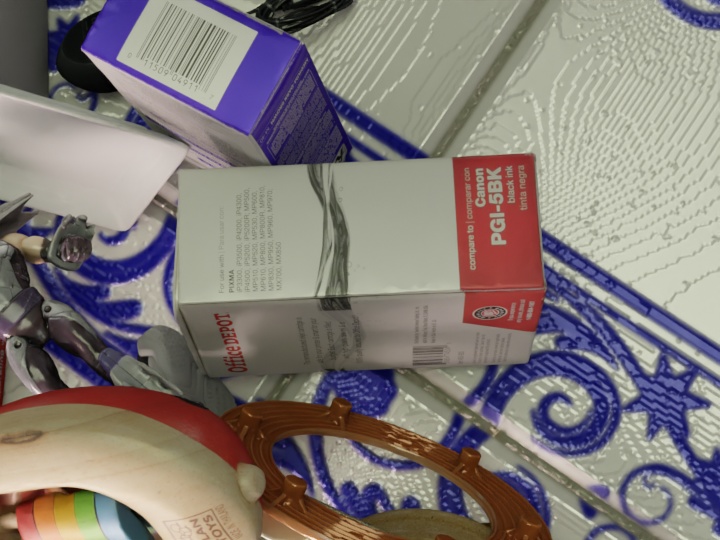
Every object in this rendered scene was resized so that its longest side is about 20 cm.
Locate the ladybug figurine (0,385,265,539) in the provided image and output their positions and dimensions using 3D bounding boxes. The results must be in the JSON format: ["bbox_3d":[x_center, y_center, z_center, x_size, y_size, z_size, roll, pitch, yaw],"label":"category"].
[{"bbox_3d":[-0.130,0.109,0.805,0.198,0.136,0.072,-7,39,26],"label":"ladybug figurine"}]

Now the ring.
[{"bbox_3d":[0.014,0.113,0.878,0.199,0.200,0.019,23,104,11],"label":"ring"}]

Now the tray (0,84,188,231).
[{"bbox_3d":[-0.211,-0.079,0.948,0.198,0.107,0.022,15,57,-25],"label":"tray"}]

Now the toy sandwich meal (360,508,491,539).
[{"bbox_3d":[0.045,0.227,0.921,0.203,0.070,0.208,-1,87,15],"label":"toy sandwich meal"}]

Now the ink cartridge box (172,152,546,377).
[{"bbox_3d":[0.000,0.000,0.914,0.198,0.147,0.084,-2,71,1],"label":"ink cartridge box"}]

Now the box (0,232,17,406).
[{"bbox_3d":[-0.275,0.060,0.973,0.094,0.100,0.202,1,80,7],"label":"box"}]

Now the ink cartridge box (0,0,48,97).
[{"bbox_3d":[-0.308,-0.151,1.002,0.198,0.129,0.127,-4,79,6],"label":"ink cartridge box"}]

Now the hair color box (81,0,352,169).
[{"bbox_3d":[-0.075,-0.097,0.925,0.109,0.200,0.065,28,82,12],"label":"hair color box"}]

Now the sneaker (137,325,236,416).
[{"bbox_3d":[-0.123,0.136,0.950,0.113,0.075,0.201,-31,60,18],"label":"sneaker"}]

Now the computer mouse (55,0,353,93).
[{"bbox_3d":[-0.098,-0.153,1.029,0.198,0.034,0.059,-13,49,0],"label":"computer mouse"}]

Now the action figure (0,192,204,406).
[{"bbox_3d":[-0.179,0.035,0.896,0.200,0.069,0.130,42,83,7],"label":"action figure"}]

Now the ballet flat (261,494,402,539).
[{"bbox_3d":[-0.004,0.161,0.847,0.198,0.067,0.068,22,60,5],"label":"ballet flat"}]
